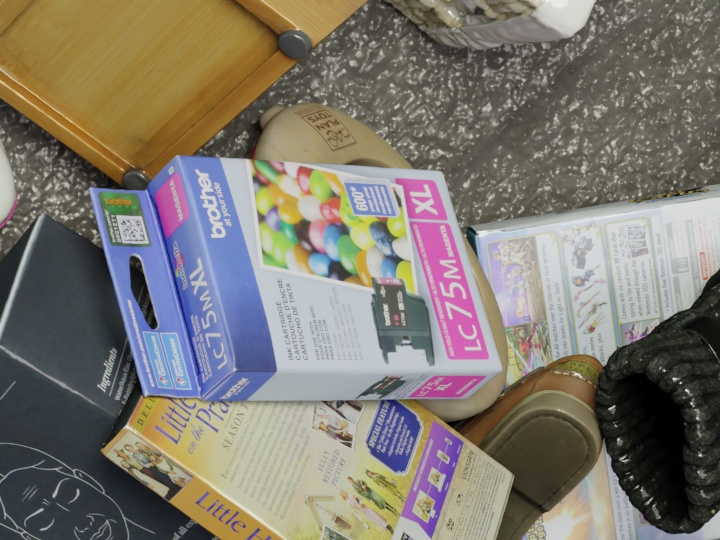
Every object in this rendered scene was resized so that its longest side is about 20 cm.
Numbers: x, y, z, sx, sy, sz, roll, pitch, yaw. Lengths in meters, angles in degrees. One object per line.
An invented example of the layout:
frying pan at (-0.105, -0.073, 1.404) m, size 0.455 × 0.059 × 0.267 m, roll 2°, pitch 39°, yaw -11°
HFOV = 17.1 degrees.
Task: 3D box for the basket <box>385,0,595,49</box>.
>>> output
basket at (0.060, -0.237, 1.246) m, size 0.161 × 0.198 × 0.200 m, roll 29°, pitch 85°, yaw -17°

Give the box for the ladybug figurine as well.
ladybug figurine at (0.000, 0.000, 1.300) m, size 0.136 × 0.072 × 0.200 m, roll -23°, pitch 78°, yaw -53°

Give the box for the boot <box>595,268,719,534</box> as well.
boot at (0.218, 0.105, 1.284) m, size 0.211 × 0.079 × 0.158 m, roll 54°, pitch 40°, yaw -3°

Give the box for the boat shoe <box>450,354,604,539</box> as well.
boat shoe at (0.068, 0.118, 1.326) m, size 0.072 × 0.068 × 0.200 m, roll 43°, pitch 125°, yaw -13°

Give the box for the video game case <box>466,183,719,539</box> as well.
video game case at (0.164, 0.059, 1.375) m, size 0.181 × 0.045 × 0.201 m, roll -9°, pitch 98°, yaw -6°

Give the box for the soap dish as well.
soap dish at (-0.107, -0.134, 1.215) m, size 0.157 × 0.200 × 0.081 m, roll 37°, pitch 45°, yaw -17°

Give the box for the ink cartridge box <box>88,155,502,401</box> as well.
ink cartridge box at (-0.030, 0.004, 1.190) m, size 0.200 × 0.042 × 0.120 m, roll 0°, pitch 62°, yaw -35°

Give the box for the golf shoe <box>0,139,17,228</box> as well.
golf shoe at (-0.244, -0.097, 1.229) m, size 0.075 × 0.092 × 0.200 m, roll -38°, pitch 106°, yaw -10°

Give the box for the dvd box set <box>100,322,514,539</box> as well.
dvd box set at (-0.021, 0.096, 1.188) m, size 0.200 × 0.146 × 0.029 m, roll 37°, pitch 127°, yaw -11°

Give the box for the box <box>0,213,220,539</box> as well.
box at (-0.129, 0.095, 1.240) m, size 0.200 × 0.107 × 0.148 m, roll 32°, pitch 127°, yaw -17°
